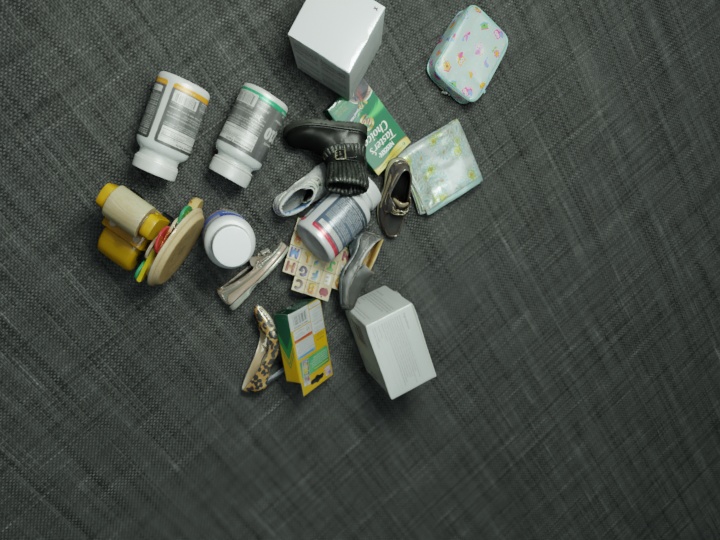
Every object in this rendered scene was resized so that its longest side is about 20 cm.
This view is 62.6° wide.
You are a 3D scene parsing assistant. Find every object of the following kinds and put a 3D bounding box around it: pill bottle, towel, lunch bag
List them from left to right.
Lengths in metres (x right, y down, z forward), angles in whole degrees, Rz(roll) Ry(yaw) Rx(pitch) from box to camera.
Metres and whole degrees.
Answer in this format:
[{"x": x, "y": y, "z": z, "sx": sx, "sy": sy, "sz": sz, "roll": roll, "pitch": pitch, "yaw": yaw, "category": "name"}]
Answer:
[{"x": -0.404, "y": -0.302, "z": 1.252, "sx": 0.114, "sy": 0.116, "sz": 0.205, "roll": 21, "pitch": 94, "yaw": -21, "category": "pill bottle"}, {"x": -0.287, "y": -0.068, "z": 1.289, "sx": 0.109, "sy": 0.200, "sz": 0.116, "roll": -4, "pitch": 102, "yaw": -17, "category": "pill bottle"}, {"x": -0.250, "y": -0.295, "z": 1.306, "sx": 0.111, "sy": 0.113, "sz": 0.204, "roll": 26, "pitch": 92, "yaw": -21, "category": "pill bottle"}, {"x": -0.045, "y": -0.130, "z": 1.396, "sx": 0.200, "sy": 0.119, "sz": 0.120, "roll": -46, "pitch": 111, "yaw": -17, "category": "pill bottle"}, {"x": 0.201, "y": -0.258, "z": 1.500, "sx": 0.197, "sy": 0.048, "sz": 0.174, "roll": -31, "pitch": 109, "yaw": -11, "category": "towel"}, {"x": 0.264, "y": -0.521, "z": 1.455, "sx": 0.158, "sy": 0.077, "sz": 0.203, "roll": 31, "pitch": 90, "yaw": -22, "category": "lunch bag"}]

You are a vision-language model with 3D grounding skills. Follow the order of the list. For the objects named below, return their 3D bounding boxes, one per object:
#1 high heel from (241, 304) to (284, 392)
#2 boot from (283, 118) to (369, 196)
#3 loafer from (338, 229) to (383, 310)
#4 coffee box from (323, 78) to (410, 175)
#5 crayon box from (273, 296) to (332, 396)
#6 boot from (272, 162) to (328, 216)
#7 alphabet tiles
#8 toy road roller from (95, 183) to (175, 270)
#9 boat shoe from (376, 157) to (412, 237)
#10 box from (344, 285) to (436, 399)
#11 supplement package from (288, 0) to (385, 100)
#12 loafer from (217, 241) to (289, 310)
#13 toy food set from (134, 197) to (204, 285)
[{"x": -0.252, "y": 0.193, "z": 1.418, "sx": 0.140, "sy": 0.071, "sz": 0.204, "roll": -30, "pitch": 116, "yaw": -16, "category": "high heel"}, {"x": -0.079, "y": -0.253, "z": 1.337, "sx": 0.204, "sy": 0.080, "sz": 0.163, "roll": 1, "pitch": 75, "yaw": 6, "category": "boot"}, {"x": 0.000, "y": 0.000, "z": 1.441, "sx": 0.072, "sy": 0.071, "sz": 0.206, "roll": 21, "pitch": 82, "yaw": -61, "category": "loafer"}, {"x": 0.019, "y": -0.345, "z": 1.423, "sx": 0.123, "sy": 0.044, "sz": 0.201, "roll": -43, "pitch": 110, "yaw": -6, "category": "coffee box"}, {"x": -0.136, "y": 0.181, "z": 1.434, "sx": 0.125, "sy": 0.050, "sz": 0.206, "roll": -27, "pitch": 112, "yaw": -53, "category": "crayon box"}, {"x": -0.112, "y": -0.187, "z": 1.381, "sx": 0.198, "sy": 0.095, "sz": 0.074, "roll": -38, "pitch": 109, "yaw": -8, "category": "boot"}, {"x": -0.097, "y": -0.037, "z": 1.440, "sx": 0.163, "sy": 0.006, "sz": 0.206, "roll": 19, "pitch": 81, "yaw": -22, "category": "alphabet tiles"}, {"x": -0.480, "y": -0.081, "z": 1.223, "sx": 0.121, "sy": 0.200, "sz": 0.148, "roll": 33, "pitch": 86, "yaw": -4, "category": "toy road roller"}, {"x": 0.084, "y": -0.169, "z": 1.444, "sx": 0.072, "sy": 0.074, "sz": 0.205, "roll": -4, "pitch": 120, "yaw": -14, "category": "boat shoe"}, {"x": 0.069, "y": 0.170, "z": 1.455, "sx": 0.128, "sy": 0.199, "sz": 0.205, "roll": -23, "pitch": 107, "yaw": -11, "category": "box"}, {"x": -0.048, "y": -0.495, "z": 1.270, "sx": 0.148, "sy": 0.200, "sz": 0.154, "roll": 30, "pitch": 90, "yaw": -1, "category": "supplement package"}, {"x": -0.253, "y": 0.002, "z": 1.387, "sx": 0.063, "sy": 0.072, "sz": 0.200, "roll": 43, "pitch": 88, "yaw": -13, "category": "loafer"}, {"x": -0.398, "y": -0.057, "z": 1.260, "sx": 0.048, "sy": 0.199, "sz": 0.202, "roll": 33, "pitch": 109, "yaw": -5, "category": "toy food set"}]
